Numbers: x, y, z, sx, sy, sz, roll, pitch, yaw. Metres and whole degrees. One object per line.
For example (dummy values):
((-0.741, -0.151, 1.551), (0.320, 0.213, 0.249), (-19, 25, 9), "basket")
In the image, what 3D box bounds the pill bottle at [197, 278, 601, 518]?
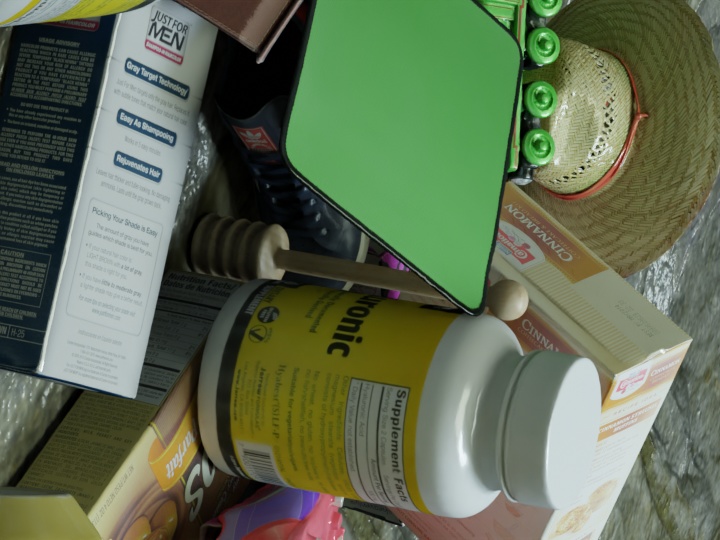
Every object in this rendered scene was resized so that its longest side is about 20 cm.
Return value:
((0.022, 0.072, 1.554), (0.111, 0.199, 0.112), (9, 90, -67), "pill bottle")

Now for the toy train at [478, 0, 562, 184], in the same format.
((0.088, -0.152, 1.722), (0.056, 0.042, 0.201), (7, 83, -26), "toy train")

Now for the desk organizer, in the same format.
((-0.061, -0.186, 1.510), (0.072, 0.077, 0.200), (-55, -168, 18), "desk organizer")

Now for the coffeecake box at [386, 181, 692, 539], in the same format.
((0.086, 0.076, 1.694), (0.073, 0.153, 0.201), (-21, 144, -41), "coffeecake box")

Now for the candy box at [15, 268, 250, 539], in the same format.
((-0.115, 0.108, 1.575), (0.200, 0.055, 0.116), (-58, 148, -41), "candy box")

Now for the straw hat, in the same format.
((0.129, -0.097, 1.819), (0.085, 0.200, 0.202), (21, 80, -47), "straw hat")

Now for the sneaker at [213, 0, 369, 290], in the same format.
((-0.046, -0.072, 1.642), (0.084, 0.075, 0.201), (-33, 119, -60), "sneaker")

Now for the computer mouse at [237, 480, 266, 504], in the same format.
((-0.070, 0.150, 1.684), (0.034, 0.058, 0.201), (27, 73, -33), "computer mouse")

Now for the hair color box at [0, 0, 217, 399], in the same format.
((-0.139, -0.043, 1.460), (0.100, 0.060, 0.201), (22, 79, -63), "hair color box")

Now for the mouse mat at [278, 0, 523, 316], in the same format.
((0.025, -0.090, 1.540), (0.161, 0.008, 0.201), (38, 46, -31), "mouse mat")

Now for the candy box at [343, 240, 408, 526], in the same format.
((0.035, 0.042, 1.848), (0.136, 0.061, 0.201), (-38, 134, -43), "candy box")

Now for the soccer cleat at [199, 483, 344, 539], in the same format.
((-0.050, 0.143, 1.605), (0.200, 0.076, 0.067), (-60, 160, -74), "soccer cleat")

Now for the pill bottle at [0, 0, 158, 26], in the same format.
((-0.160, -0.168, 1.306), (0.200, 0.114, 0.115), (-16, 114, -63), "pill bottle")

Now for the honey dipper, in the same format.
((0.000, 0.000, 1.610), (0.038, 0.199, 0.038), (-33, 127, -58), "honey dipper")

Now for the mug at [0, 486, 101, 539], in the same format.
((-0.164, 0.181, 1.381), (0.149, 0.185, 0.154), (176, -84, -71), "mug")
